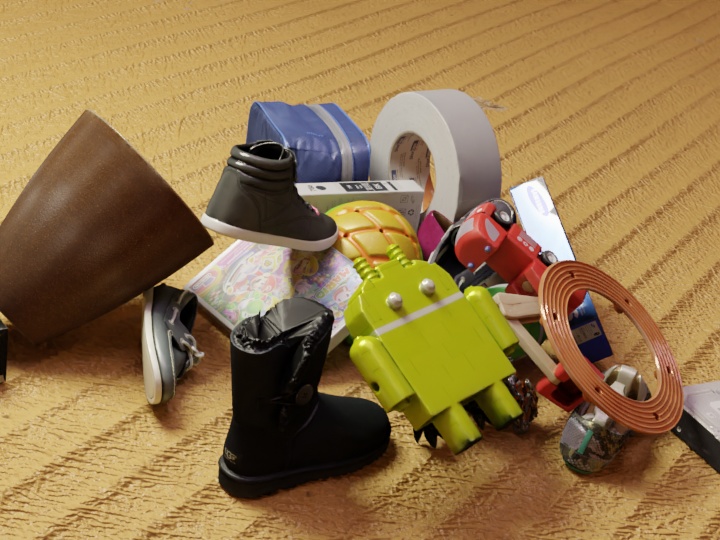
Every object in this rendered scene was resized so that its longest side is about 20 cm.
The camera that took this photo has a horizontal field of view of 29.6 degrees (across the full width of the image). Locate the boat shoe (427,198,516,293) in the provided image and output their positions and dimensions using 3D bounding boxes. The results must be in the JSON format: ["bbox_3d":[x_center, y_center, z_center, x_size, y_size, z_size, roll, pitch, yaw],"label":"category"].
[{"bbox_3d":[0.125,-0.023,1.531,0.073,0.063,0.200,36,54,9],"label":"boat shoe"}]

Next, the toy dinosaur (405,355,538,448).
[{"bbox_3d":[0.098,0.096,1.340,0.200,0.102,0.136,33,46,-7],"label":"toy dinosaur"}]

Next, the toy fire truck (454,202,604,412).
[{"bbox_3d":[0.169,0.034,1.384,0.200,0.049,0.141,41,38,-4],"label":"toy fire truck"}]

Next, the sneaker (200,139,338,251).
[{"bbox_3d":[-0.075,-0.080,1.416,0.071,0.099,0.200,28,13,34],"label":"sneaker"}]

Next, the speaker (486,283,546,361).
[{"bbox_3d":[0.108,0.070,1.446,0.200,0.089,0.088,-14,36,-40],"label":"speaker"}]

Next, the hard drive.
[{"bbox_3d":[0.419,0.180,1.399,0.139,0.038,0.200,-5,30,-28],"label":"hard drive"}]

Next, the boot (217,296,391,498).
[{"bbox_3d":[-0.039,0.105,1.236,0.200,0.168,0.076,-13,35,-39],"label":"boot"}]

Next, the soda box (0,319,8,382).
[{"bbox_3d":[-0.417,0.041,1.340,0.071,0.063,0.200,-11,33,-34],"label":"soda box"}]

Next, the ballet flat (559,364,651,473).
[{"bbox_3d":[0.262,0.136,1.393,0.072,0.072,0.200,20,28,19],"label":"ballet flat"}]

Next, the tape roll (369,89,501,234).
[{"bbox_3d":[0.089,-0.122,1.683,0.066,0.201,0.200,-8,32,-30],"label":"tape roll"}]

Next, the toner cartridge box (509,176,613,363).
[{"bbox_3d":[0.225,0.001,1.531,0.043,0.095,0.200,-21,55,8],"label":"toner cartridge box"}]

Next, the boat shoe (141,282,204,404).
[{"bbox_3d":[-0.187,0.068,1.361,0.062,0.073,0.200,1,23,-10],"label":"boat shoe"}]

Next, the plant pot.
[{"bbox_3d":[-0.283,-0.026,1.369,0.200,0.187,0.187,-45,48,-9],"label":"plant pot"}]

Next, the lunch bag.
[{"bbox_3d":[-0.064,-0.132,1.720,0.132,0.136,0.200,0,28,-21],"label":"lunch bag"}]

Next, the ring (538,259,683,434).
[{"bbox_3d":[0.248,0.077,1.363,0.200,0.019,0.201,28,41,-28],"label":"ring"}]

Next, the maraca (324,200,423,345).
[{"bbox_3d":[0.000,0.000,1.528,0.137,0.107,0.200,24,48,-1],"label":"maraca"}]

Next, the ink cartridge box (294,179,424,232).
[{"bbox_3d":[-0.025,-0.055,1.625,0.200,0.100,0.039,-3,30,-27],"label":"ink cartridge box"}]

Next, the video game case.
[{"bbox_3d":[-0.082,0.023,1.461,0.143,0.018,0.200,-42,48,-14],"label":"video game case"}]

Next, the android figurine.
[{"bbox_3d":[0.064,0.066,1.240,0.182,0.041,0.200,-20,72,-42],"label":"android figurine"}]

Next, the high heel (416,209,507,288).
[{"bbox_3d":[0.153,0.003,1.578,0.200,0.096,0.067,18,27,14],"label":"high heel"}]
